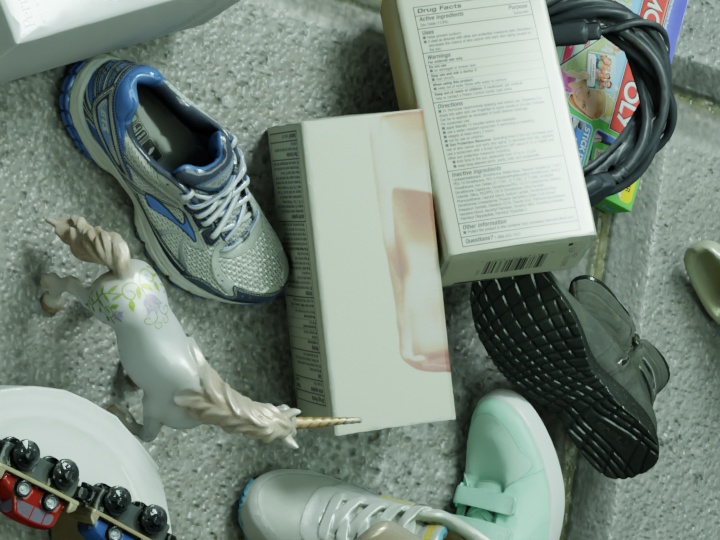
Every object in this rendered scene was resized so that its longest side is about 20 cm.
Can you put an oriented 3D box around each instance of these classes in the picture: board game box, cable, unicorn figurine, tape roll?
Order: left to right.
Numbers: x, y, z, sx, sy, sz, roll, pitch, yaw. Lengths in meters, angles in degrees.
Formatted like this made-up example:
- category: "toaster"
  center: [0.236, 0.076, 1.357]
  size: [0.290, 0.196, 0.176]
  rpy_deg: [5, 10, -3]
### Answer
- category: "tape roll"
  center: [-0.212, 0.168, 1.554]
  size: [0.201, 0.071, 0.204]
  rpy_deg: [2, 87, -35]
- category: "unicorn figurine"
  center: [-0.118, 0.054, 1.583]
  size: [0.200, 0.137, 0.074]
  rpy_deg: [48, 63, -25]
- category: "cable"
  center: [0.125, -0.117, 1.782]
  size: [0.199, 0.051, 0.164]
  rpy_deg: [-33, 84, -12]
- category: "board game box"
  center: [0.163, -0.159, 1.858]
  size: [0.134, 0.029, 0.201]
  rpy_deg: [24, 75, -31]

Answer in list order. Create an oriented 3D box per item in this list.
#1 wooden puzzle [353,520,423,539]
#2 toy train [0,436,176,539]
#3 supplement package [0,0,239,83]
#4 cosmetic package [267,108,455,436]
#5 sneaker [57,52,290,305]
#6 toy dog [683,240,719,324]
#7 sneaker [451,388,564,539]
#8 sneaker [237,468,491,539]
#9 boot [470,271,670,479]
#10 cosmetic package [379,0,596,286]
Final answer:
- category: "wooden puzzle"
  center: [0.007, 0.232, 1.648]
  size: [0.185, 0.199, 0.037]
  rpy_deg: [35, 42, -30]
- category: "toy train"
  center: [-0.190, 0.126, 1.508]
  size: [0.199, 0.034, 0.046]
  rpy_deg: [31, 75, -30]
- category: "supplement package"
  center: [-0.167, -0.196, 1.556]
  size: [0.199, 0.120, 0.122]
  rpy_deg: [-21, 89, -34]
- category: "cosmetic package"
  center: [0.000, 0.000, 1.681]
  size: [0.087, 0.103, 0.202]
  rpy_deg: [-6, 94, -15]
- category: "sneaker"
  center: [-0.106, -0.052, 1.628]
  size: [0.200, 0.085, 0.077]
  rpy_deg: [49, 63, -25]
- category: "toy dog"
  center: [0.368, -0.010, 1.938]
  size: [0.200, 0.139, 0.195]
  rpy_deg: [-46, 127, -27]
- category: "sneaker"
  center: [0.073, 0.183, 1.751]
  size: [0.118, 0.073, 0.202]
  rpy_deg: [-2, 92, -42]
- category: "sneaker"
  center: [0.018, 0.175, 1.675]
  size: [0.199, 0.081, 0.077]
  rpy_deg: [22, 60, 0]
- category: "boot"
  center: [0.145, 0.042, 1.804]
  size: [0.200, 0.067, 0.131]
  rpy_deg: [53, 25, -22]
- category: "cosmetic package"
  center: [0.081, -0.099, 1.703]
  size: [0.104, 0.071, 0.201]
  rpy_deg: [-7, 73, -9]
